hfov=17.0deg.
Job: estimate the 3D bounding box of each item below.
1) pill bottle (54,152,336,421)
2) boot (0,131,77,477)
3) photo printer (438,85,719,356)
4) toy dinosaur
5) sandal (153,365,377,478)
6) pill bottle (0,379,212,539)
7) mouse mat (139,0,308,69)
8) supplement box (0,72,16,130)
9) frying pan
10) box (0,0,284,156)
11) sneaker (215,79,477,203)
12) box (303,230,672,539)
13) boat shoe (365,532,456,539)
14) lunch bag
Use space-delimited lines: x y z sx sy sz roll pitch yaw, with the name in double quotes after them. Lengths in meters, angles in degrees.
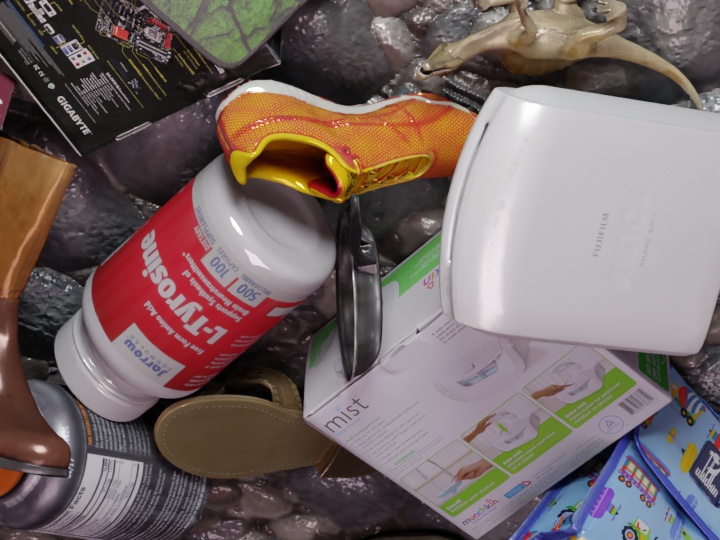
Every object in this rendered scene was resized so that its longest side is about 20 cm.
-0.119 0.016 1.660 0.112 0.113 0.200 35 123 -24 "pill bottle"
-0.225 0.021 1.597 0.068 0.188 0.201 17 100 -43 "boot"
0.147 -0.032 1.566 0.199 0.069 0.167 7 103 -28 "photo printer"
0.136 -0.154 1.556 0.199 0.058 0.101 2 148 -12 "toy dinosaur"
-0.071 0.105 1.768 0.211 0.070 0.078 9 127 -35 "sandal"
-0.206 0.136 1.719 0.106 0.107 0.200 -34 150 27 "pill bottle"
-0.066 -0.233 1.480 0.200 0.008 0.161 -44 121 12 "mouse mat"
-0.326 -0.073 1.589 0.109 0.061 0.200 30 124 -20 "supplement box"
-0.002 -0.011 1.606 0.031 0.115 0.191 -2 132 -7 "frying pan"
-0.166 -0.184 1.539 0.159 0.049 0.200 -25 124 19 "box"
0.000 -0.074 1.587 0.199 0.077 0.073 0 143 -22 "sneaker"
0.088 0.070 1.705 0.176 0.097 0.200 36 123 -23 "box"
-0.009 0.263 1.884 0.201 0.075 0.075 -13 128 13 "boat shoe"
0.221 0.176 1.733 0.151 0.200 0.094 46 145 -10 "lunch bag"
